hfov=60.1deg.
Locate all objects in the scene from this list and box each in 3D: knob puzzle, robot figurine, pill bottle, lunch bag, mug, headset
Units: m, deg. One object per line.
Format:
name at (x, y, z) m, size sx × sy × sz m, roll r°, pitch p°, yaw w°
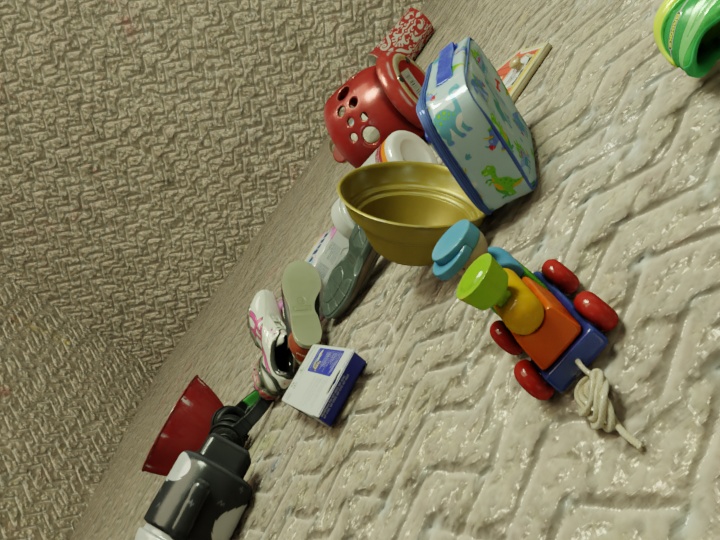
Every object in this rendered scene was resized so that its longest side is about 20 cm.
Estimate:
knob puzzle at (0.204, -0.284, 1.008) m, size 0.221 × 0.030 × 0.221 m, roll -51°, pitch 15°, yaw 19°
robot figurine at (-0.228, 0.339, 0.876) m, size 0.123 × 0.151 × 0.202 m, roll 4°, pitch 55°, yaw 39°
pill bottle at (0.037, -0.137, 1.069) m, size 0.200 × 0.109 × 0.111 m, roll -41°, pitch 20°, yaw 45°
lunch bag at (0.135, -0.175, 0.728) m, size 0.082 × 0.161 × 0.202 m, roll -27°, pitch 27°, yaw 27°
mug at (0.127, -0.722, 1.999) m, size 0.201 × 0.133 × 0.177 m, roll -52°, pitch 17°, yaw 0°
headset at (-0.225, 0.293, 1.102) m, size 0.199 × 0.094 × 0.123 m, roll -41°, pitch 10°, yaw -6°

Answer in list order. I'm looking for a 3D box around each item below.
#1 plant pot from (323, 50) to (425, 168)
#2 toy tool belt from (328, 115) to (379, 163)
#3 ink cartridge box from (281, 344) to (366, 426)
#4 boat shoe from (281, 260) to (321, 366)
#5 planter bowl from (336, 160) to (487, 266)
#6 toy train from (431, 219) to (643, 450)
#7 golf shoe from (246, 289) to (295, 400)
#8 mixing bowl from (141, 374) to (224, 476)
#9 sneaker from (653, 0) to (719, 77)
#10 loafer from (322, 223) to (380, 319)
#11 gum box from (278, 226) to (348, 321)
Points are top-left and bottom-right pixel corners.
plant pot at (0.054, -0.318, 1.246) m, size 0.181 × 0.200 × 0.202 m, roll -34°, pitch 24°, yaw 34°
toy tool belt at (0.021, -0.354, 1.621) m, size 0.200 × 0.125 × 0.123 m, roll -48°, pitch -15°, yaw 16°
ink cartridge box at (-0.049, 0.155, 0.857) m, size 0.101 × 0.039 × 0.200 m, roll -59°, pitch 14°, yaw -14°
boat shoe at (-0.100, 0.068, 1.069) m, size 0.063 × 0.070 × 0.202 m, roll 101°, pitch 163°, yaw -45°
planter bowl at (0.067, -0.063, 0.782) m, size 0.202 × 0.196 × 0.085 m, roll -81°, pitch -5°, yaw -59°
toy train at (0.117, 0.033, 0.440) m, size 0.085 × 0.115 × 0.201 m, roll -51°, pitch 15°, yaw 14°
golf shoe at (-0.148, 0.119, 1.098) m, size 0.092 × 0.072 × 0.203 m, roll -38°, pitch 54°, yaw 38°
mixing bowl at (-0.319, 0.315, 1.195) m, size 0.203 × 0.107 × 0.200 m, roll -62°, pitch 4°, yaw 7°
sneaker at (0.320, -0.216, 0.456) m, size 0.199 × 0.073 × 0.085 m, roll -38°, pitch 47°, yaw 42°
loafer at (0.000, 0.000, 1.013) m, size 0.202 × 0.062 × 0.072 m, roll -64°, pitch 36°, yaw 26°
gum box at (-0.080, 0.012, 1.200) m, size 0.202 × 0.066 × 0.113 m, roll -60°, pitch 17°, yaw -17°
